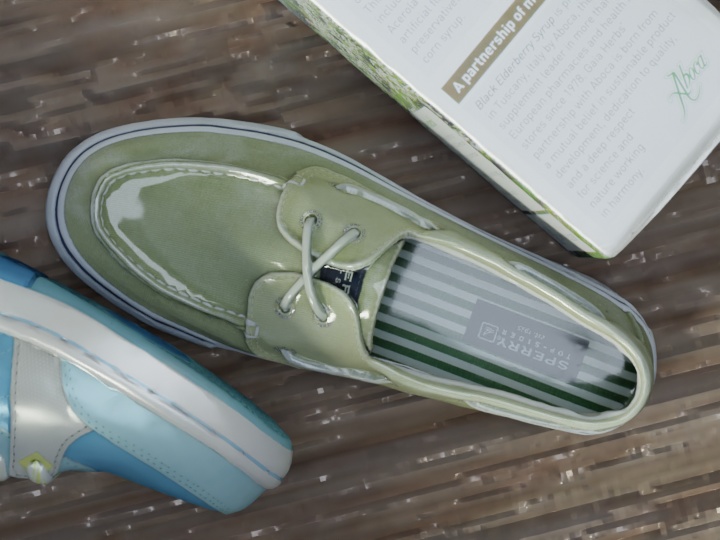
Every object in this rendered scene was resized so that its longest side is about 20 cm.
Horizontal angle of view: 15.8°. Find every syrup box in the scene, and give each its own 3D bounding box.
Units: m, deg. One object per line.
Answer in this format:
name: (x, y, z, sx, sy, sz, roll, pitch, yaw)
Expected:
syrup box: (0.022, -0.096, 0.787, 0.200, 0.079, 0.082, 42, 88, -3)

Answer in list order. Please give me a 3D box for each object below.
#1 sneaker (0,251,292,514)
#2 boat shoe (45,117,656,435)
sneaker: (-0.130, 0.057, 0.781, 0.199, 0.080, 0.131, 26, 87, 6)
boat shoe: (0.000, 0.000, 0.795, 0.199, 0.062, 0.072, 16, 89, -3)
